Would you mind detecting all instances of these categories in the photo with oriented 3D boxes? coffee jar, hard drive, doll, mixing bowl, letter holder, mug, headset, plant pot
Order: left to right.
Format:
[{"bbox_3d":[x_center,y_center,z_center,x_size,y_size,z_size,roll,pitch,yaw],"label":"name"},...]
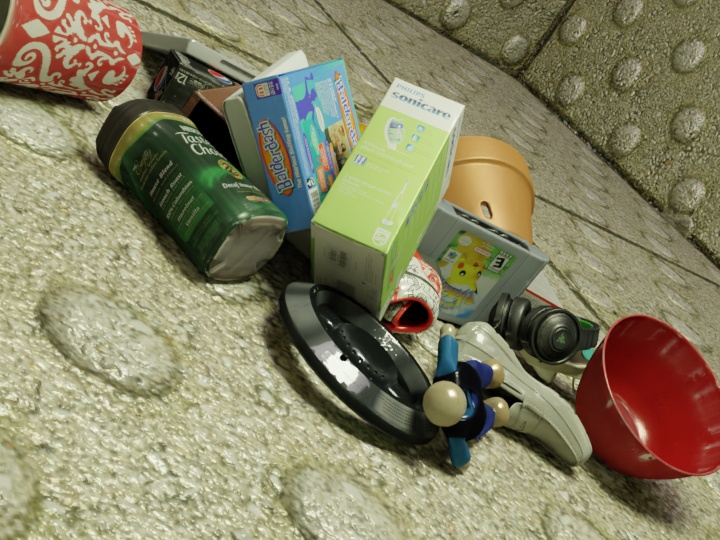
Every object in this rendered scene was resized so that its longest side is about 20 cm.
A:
[{"bbox_3d":[-0.341,-0.262,1.103,0.178,0.134,0.199,47,18,23],"label":"mug"},{"bbox_3d":[-0.169,-0.084,1.049,0.200,0.086,0.104,44,20,22],"label":"coffee jar"},{"bbox_3d":[-0.122,-0.126,1.209,0.142,0.101,0.200,40,19,4],"label":"letter holder"},{"bbox_3d":[-0.083,-0.148,1.148,0.200,0.026,0.134,-57,134,-61],"label":"hard drive"},{"bbox_3d":[0.097,0.119,1.019,0.200,0.048,0.139,5,77,-70],"label":"doll"},{"bbox_3d":[0.140,-0.053,1.384,0.198,0.200,0.141,24,37,-32],"label":"plant pot"},{"bbox_3d":[0.196,0.081,1.258,0.198,0.095,0.123,2,9,-43],"label":"headset"},{"bbox_3d":[0.326,0.166,1.253,0.198,0.108,0.202,20,49,-24],"label":"mixing bowl"}]

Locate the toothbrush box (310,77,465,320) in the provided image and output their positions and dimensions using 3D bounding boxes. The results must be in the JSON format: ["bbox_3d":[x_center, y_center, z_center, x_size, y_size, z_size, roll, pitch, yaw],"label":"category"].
[{"bbox_3d":[0.027,-0.071,1.106,0.085,0.201,0.146,24,-28,11],"label":"toothbrush box"}]

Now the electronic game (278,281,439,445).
[{"bbox_3d":[0.000,0.086,1.015,0.200,0.042,0.200,41,14,-12],"label":"electronic game"}]

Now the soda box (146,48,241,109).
[{"bbox_3d":[-0.164,-0.198,1.342,0.198,0.071,0.063,24,18,-31],"label":"soda box"}]

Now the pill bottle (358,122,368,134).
[{"bbox_3d":[-0.016,-0.134,1.393,0.111,0.112,0.200,38,19,6],"label":"pill bottle"}]

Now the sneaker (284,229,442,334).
[{"bbox_3d":[0.001,-0.001,1.179,0.199,0.068,0.108,25,31,-11],"label":"sneaker"}]

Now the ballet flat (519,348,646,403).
[{"bbox_3d":[0.266,0.122,1.356,0.197,0.070,0.070,20,19,4],"label":"ballet flat"}]

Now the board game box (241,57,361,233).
[{"bbox_3d":[-0.050,-0.137,1.130,0.200,0.044,0.154,-39,117,-66],"label":"board game box"}]

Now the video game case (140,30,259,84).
[{"bbox_3d":[-0.190,-0.269,1.433,0.180,0.024,0.199,24,1,-34],"label":"video game case"}]

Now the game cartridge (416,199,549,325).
[{"bbox_3d":[0.119,-0.003,1.288,0.198,0.134,0.041,23,30,-31],"label":"game cartridge"}]

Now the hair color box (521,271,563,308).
[{"bbox_3d":[0.207,0.006,1.534,0.110,0.064,0.201,28,22,-21],"label":"hair color box"}]

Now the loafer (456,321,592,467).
[{"bbox_3d":[0.167,0.145,1.154,0.200,0.070,0.070,44,60,-1],"label":"loafer"}]
